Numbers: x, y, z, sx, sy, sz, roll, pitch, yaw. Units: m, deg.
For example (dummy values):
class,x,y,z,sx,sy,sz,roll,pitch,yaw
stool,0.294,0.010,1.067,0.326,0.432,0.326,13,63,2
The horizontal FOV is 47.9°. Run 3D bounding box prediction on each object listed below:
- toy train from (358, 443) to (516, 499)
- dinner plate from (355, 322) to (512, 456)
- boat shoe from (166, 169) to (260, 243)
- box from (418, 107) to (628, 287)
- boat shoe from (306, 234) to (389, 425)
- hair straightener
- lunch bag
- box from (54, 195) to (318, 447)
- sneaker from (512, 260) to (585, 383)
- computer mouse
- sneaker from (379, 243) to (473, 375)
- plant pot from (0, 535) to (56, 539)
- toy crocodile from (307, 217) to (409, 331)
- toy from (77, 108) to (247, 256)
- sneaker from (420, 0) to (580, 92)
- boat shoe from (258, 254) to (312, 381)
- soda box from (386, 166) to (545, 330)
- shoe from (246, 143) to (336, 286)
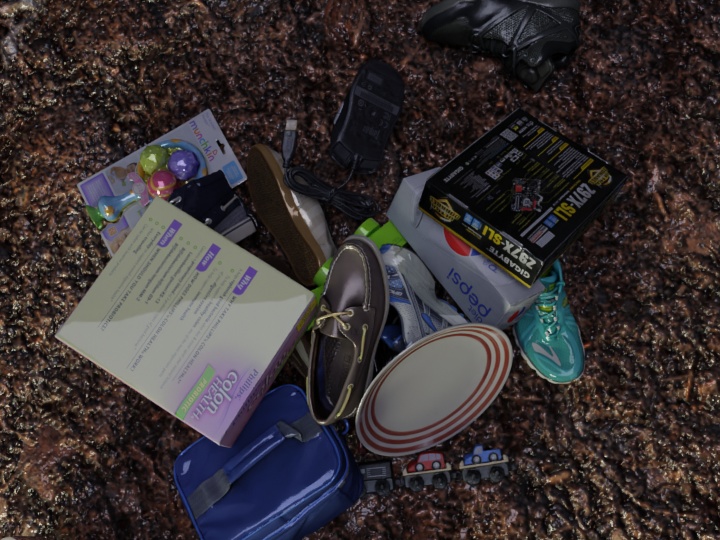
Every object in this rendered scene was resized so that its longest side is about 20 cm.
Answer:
class,x,y,z,sx,sy,sz,roll,pitch,yaw
toy train,0.082,0.235,0.954,0.199,0.034,0.046,-8,70,4
dinner plate,0.080,0.130,0.903,0.200,0.200,0.024,-34,49,-1
boat shoe,-0.222,-0.043,0.966,0.200,0.075,0.093,-36,102,-33
box,0.187,-0.091,0.927,0.159,0.049,0.200,38,54,17
boat shoe,-0.018,0.064,0.848,0.072,0.059,0.201,15,106,24
hair straightener,0.031,0.117,0.973,0.077,0.041,0.201,-7,74,18
lunch bag,-0.096,0.225,0.905,0.200,0.132,0.136,-36,62,-2
box,-0.174,0.055,0.849,0.199,0.097,0.176,31,77,7
sneaker,0.211,0.035,0.949,0.077,0.080,0.201,-16,81,2
computer mouse,-0.028,-0.171,1.001,0.140,0.046,0.201,16,82,-23
sneaker,0.063,0.065,0.924,0.200,0.077,0.085,49,67,-24
plant pot,-0.329,0.416,0.887,0.200,0.177,0.200,35,86,9
toy crocodile,0.000,0.000,0.962,0.067,0.062,0.200,39,56,7
toy,-0.259,-0.117,1.028,0.199,0.047,0.115,-31,75,2
sneaker,0.174,-0.283,1.004,0.198,0.076,0.115,0,75,0
boat shoe,-0.077,0.080,0.976,0.075,0.075,0.203,-44,69,32
soda box,0.118,-0.024,0.943,0.063,0.068,0.200,-21,64,-35
shoe,-0.083,-0.071,1.010,0.053,0.070,0.201,-14,70,-41
